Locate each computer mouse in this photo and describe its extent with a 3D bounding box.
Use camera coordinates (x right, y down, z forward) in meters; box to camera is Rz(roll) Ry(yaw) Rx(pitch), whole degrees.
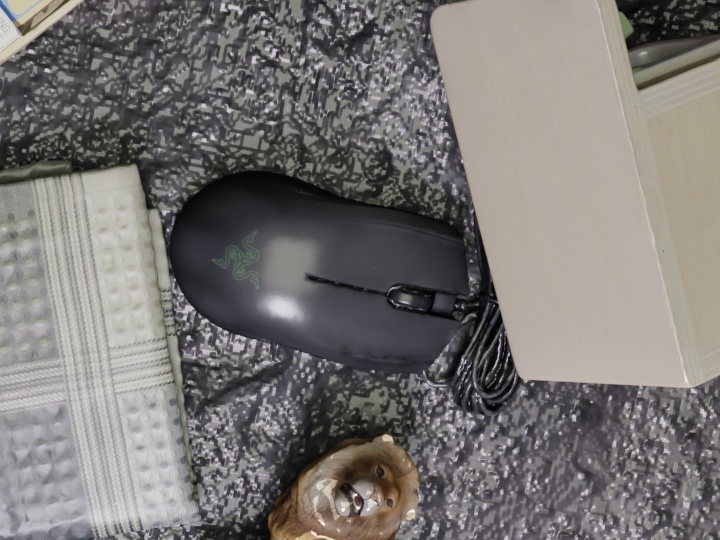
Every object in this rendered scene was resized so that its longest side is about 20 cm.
[{"bbox_3d":[0.000,0.000,1.179,0.198,0.053,0.140,9,98,-9],"label":"computer mouse"}]

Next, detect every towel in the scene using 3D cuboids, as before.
[{"bbox_3d":[-0.189,0.048,1.177,0.191,0.035,0.202,-9,101,-3],"label":"towel"}]

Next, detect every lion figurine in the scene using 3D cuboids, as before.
[{"bbox_3d":[-0.011,0.190,1.205,0.122,0.072,0.201,-21,115,-17],"label":"lion figurine"}]

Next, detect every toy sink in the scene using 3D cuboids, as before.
[{"bbox_3d":[0.135,-0.055,1.134,0.112,0.130,0.202,-23,102,-34],"label":"toy sink"}]

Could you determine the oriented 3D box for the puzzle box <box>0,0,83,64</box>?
[{"bbox_3d":[-0.190,-0.221,1.136,0.133,0.025,0.200,-38,101,-1],"label":"puzzle box"}]
